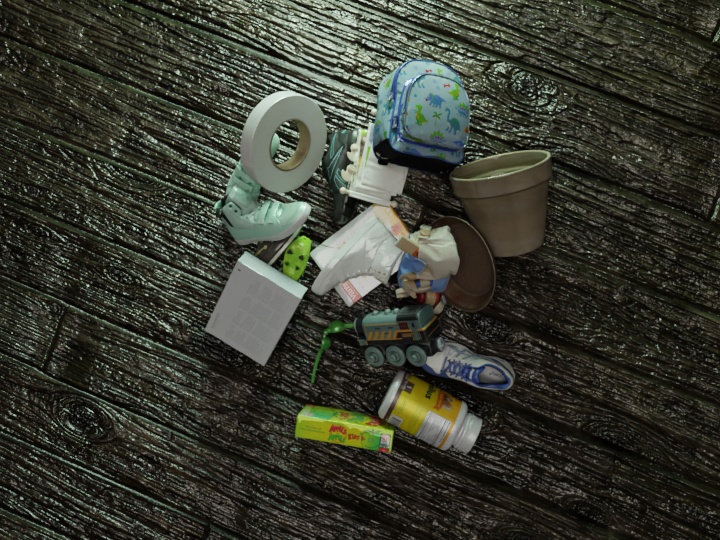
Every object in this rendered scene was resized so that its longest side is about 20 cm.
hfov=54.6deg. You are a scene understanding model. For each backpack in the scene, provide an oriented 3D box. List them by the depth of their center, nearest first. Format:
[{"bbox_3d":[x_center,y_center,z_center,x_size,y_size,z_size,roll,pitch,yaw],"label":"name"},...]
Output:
[{"bbox_3d":[0.128,-0.311,1.376,0.182,0.147,0.201,8,77,-23],"label":"backpack"}]

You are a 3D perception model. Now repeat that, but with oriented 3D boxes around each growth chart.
[{"bbox_3d":[0.043,-0.230,1.428,0.144,0.018,0.201,22,83,-16],"label":"growth chart"}]

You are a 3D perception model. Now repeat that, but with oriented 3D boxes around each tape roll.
[{"bbox_3d":[-0.153,-0.257,1.405,0.037,0.202,0.204,28,96,37],"label":"tape roll"}]

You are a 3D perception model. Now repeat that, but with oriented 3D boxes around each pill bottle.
[{"bbox_3d":[0.145,0.295,1.435,0.199,0.109,0.110,26,95,4],"label":"pill bottle"}]

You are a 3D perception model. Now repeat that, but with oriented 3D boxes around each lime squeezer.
[{"bbox_3d":[-0.056,0.151,1.493,0.200,0.038,0.071,-44,119,5],"label":"lime squeezer"}]

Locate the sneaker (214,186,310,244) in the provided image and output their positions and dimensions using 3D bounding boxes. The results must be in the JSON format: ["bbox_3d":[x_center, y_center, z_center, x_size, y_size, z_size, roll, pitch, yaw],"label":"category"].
[{"bbox_3d":[-0.204,-0.121,1.403,0.199,0.074,0.118,-13,133,29],"label":"sneaker"}]

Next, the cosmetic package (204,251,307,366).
[{"bbox_3d":[-0.219,0.082,1.451,0.150,0.052,0.201,30,119,-2],"label":"cosmetic package"}]

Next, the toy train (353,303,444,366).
[{"bbox_3d":[0.075,0.129,1.412,0.199,0.085,0.115,-6,108,38],"label":"toy train"}]

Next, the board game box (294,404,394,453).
[{"bbox_3d":[-0.028,0.329,1.458,0.199,0.102,0.048,8,92,5],"label":"board game box"}]

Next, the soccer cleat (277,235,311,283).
[{"bbox_3d":[-0.153,0.017,1.479,0.067,0.081,0.201,29,116,1],"label":"soccer cleat"}]

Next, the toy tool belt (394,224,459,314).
[{"bbox_3d":[0.112,0.000,1.390,0.122,0.201,0.125,-2,48,-13],"label":"toy tool belt"}]

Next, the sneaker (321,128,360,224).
[{"bbox_3d":[-0.040,-0.197,1.462,0.079,0.075,0.201,7,86,18],"label":"sneaker"}]

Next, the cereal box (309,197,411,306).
[{"bbox_3d":[0.013,-0.039,1.469,0.200,0.040,0.144,-38,89,6],"label":"cereal box"}]

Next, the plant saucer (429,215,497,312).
[{"bbox_3d":[0.207,-0.017,1.399,0.037,0.200,0.201,-22,90,-33],"label":"plant saucer"}]

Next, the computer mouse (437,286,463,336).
[{"bbox_3d":[0.171,0.099,1.462,0.200,0.034,0.059,-43,87,5],"label":"computer mouse"}]

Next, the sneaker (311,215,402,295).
[{"bbox_3d":[0.000,0.000,1.416,0.116,0.074,0.200,44,95,5],"label":"sneaker"}]

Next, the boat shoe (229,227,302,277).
[{"bbox_3d":[-0.198,-0.038,1.475,0.060,0.072,0.201,40,98,-1],"label":"boat shoe"}]

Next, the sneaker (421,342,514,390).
[{"bbox_3d":[0.220,0.198,1.435,0.199,0.088,0.076,9,95,7],"label":"sneaker"}]

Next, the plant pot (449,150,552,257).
[{"bbox_3d":[0.290,-0.127,1.376,0.199,0.200,0.175,-14,107,6],"label":"plant pot"}]

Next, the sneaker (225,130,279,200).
[{"bbox_3d":[-0.240,-0.207,1.449,0.073,0.118,0.201,26,95,4],"label":"sneaker"}]
